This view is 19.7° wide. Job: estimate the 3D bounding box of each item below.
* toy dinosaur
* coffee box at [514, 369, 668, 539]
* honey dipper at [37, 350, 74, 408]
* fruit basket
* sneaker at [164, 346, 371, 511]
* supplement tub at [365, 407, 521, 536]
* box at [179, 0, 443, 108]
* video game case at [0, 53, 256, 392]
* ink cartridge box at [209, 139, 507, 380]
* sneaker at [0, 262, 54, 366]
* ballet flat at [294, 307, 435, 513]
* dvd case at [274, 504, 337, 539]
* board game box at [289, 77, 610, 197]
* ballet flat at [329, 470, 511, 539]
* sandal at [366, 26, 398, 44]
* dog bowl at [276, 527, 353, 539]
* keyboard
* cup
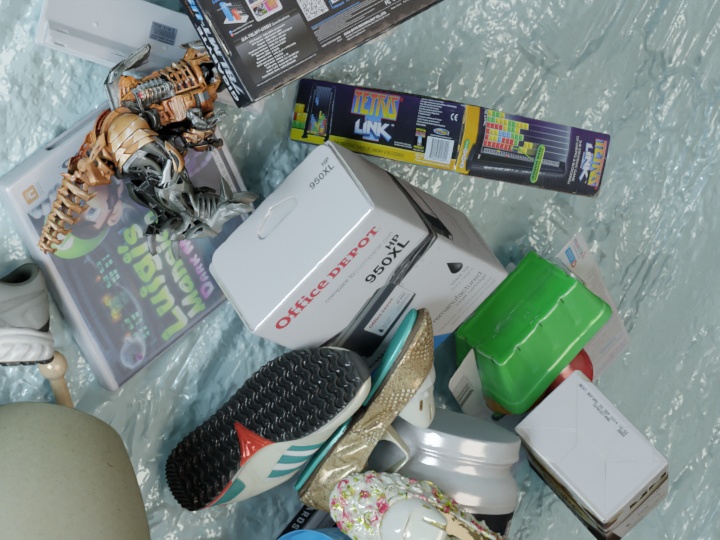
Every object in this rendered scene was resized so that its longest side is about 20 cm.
[{"bbox_3d":[-0.157,-0.086,1.532,0.200,0.102,0.136,-36,112,4],"label":"toy dinosaur"},{"bbox_3d":[0.207,0.171,1.835,0.080,0.113,0.200,-43,164,-4],"label":"coffee box"},{"bbox_3d":[-0.213,0.152,1.603,0.038,0.038,0.200,-29,119,-31],"label":"honey dipper"},{"bbox_3d":[0.161,0.079,1.883,0.185,0.094,0.200,-47,150,-11],"label":"fruit basket"},{"bbox_3d":[-0.061,0.123,1.657,0.200,0.070,0.093,-38,160,22],"label":"sneaker"},{"bbox_3d":[0.053,0.224,1.751,0.140,0.140,0.200,8,98,-42],"label":"supplement tub"},{"bbox_3d":[-0.048,-0.251,1.515,0.200,0.050,0.199,-31,94,-15],"label":"box"},{"bbox_3d":[-0.166,-0.036,1.594,0.182,0.023,0.200,-40,126,-25],"label":"video game case"},{"bbox_3d":[0.000,0.000,1.655,0.145,0.084,0.200,-46,143,15],"label":"ink cartridge box"},{"bbox_3d":[-0.305,0.030,1.470,0.200,0.074,0.079,-2,95,-47],"label":"sneaker"},{"bbox_3d":[0.021,0.119,1.664,0.065,0.071,0.200,31,116,-3],"label":"ballet flat"},{"bbox_3d":[0.018,0.250,1.840,0.150,0.025,0.200,-51,128,-17],"label":"dvd case"},{"bbox_3d":[0.070,-0.107,1.656,0.165,0.200,0.057,5,96,-42],"label":"board game box"},{"bbox_3d":[0.071,0.216,1.647,0.200,0.064,0.076,26,85,-17],"label":"ballet flat"},{"bbox_3d":[-0.037,-0.205,1.635,0.203,0.050,0.083,-28,100,-50],"label":"sandal"},{"bbox_3d":[-0.050,0.283,1.699,0.200,0.112,0.050,-43,165,33],"label":"dog bowl"},{"bbox_3d":[-0.150,-0.170,1.556,0.200,0.011,0.056,15,79,-35],"label":"keyboard"},{"bbox_3d":[-0.237,0.180,1.507,0.200,0.200,0.143,35,53,-41],"label":"cup"}]
